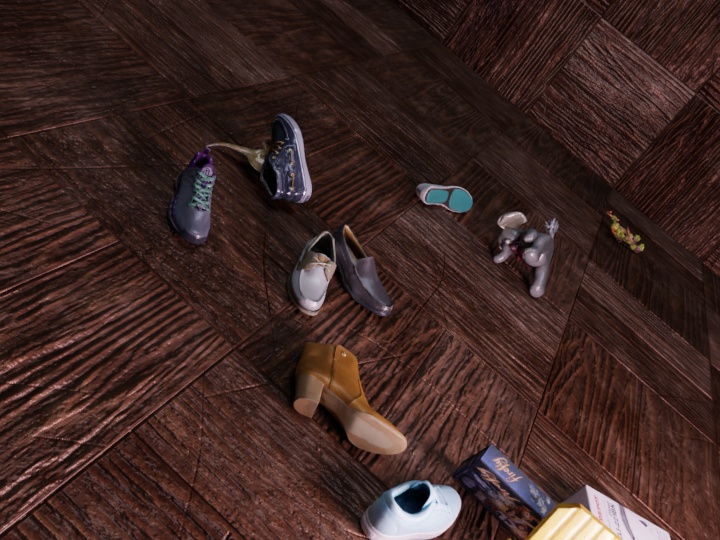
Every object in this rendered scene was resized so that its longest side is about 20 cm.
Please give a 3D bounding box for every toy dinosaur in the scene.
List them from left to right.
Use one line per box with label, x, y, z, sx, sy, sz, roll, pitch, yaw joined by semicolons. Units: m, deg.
toy dinosaur;-0.213;-0.236;1.549;0.198;0.058;0.102;35;31;-7

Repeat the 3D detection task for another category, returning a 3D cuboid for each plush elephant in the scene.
plush elephant;0.415;-0.062;1.933;0.202;0.152;0.166;-64;146;-29

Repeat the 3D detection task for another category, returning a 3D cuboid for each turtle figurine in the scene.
turtle figurine;0.961;-0.126;2.699;0.160;0.065;0.201;32;20;-26

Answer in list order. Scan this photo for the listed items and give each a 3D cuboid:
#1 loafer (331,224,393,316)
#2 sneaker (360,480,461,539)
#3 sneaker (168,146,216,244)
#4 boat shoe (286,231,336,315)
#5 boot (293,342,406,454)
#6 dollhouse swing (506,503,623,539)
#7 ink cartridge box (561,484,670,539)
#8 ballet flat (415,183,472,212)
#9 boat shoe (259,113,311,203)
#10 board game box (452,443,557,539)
loafer;0.000;0.000;1.442;0.201;0.073;0.072;49;30;17
sneaker;0.093;0.337;1.066;0.198;0.082;0.074;0;47;-48
sneaker;-0.287;-0.136;1.295;0.073;0.088;0.202;19;34;-30
boat shoe;-0.085;-0.003;1.355;0.074;0.069;0.202;27;31;-18
boot;-0.010;0.191;1.164;0.199;0.071;0.145;27;34;-9
dollhouse swing;0.284;0.461;1.013;0.199;0.177;0.182;40;29;2
ink cartridge box;0.435;0.477;1.250;0.198;0.084;0.145;31;31;-12
ballet flat;0.223;-0.203;1.994;0.198;0.070;0.070;5;43;-43
boat shoe;-0.164;-0.235;1.510;0.090;0.071;0.204;1;65;-44
board game box;0.245;0.364;1.150;0.200;0.136;0.035;42;63;8
